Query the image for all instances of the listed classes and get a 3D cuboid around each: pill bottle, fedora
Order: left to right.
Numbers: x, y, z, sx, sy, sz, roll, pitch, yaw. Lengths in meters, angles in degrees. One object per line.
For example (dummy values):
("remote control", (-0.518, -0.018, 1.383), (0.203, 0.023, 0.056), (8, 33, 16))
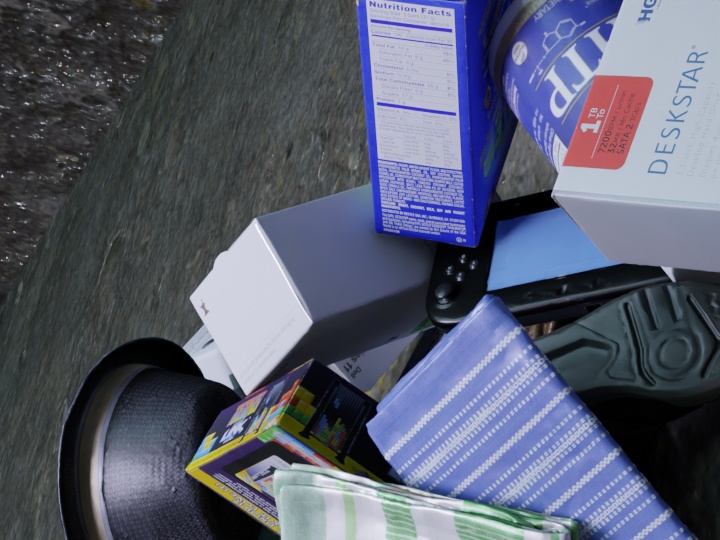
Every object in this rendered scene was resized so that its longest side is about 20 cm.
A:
("fedora", (-0.121, 0.145, 1.641), (0.091, 0.201, 0.201), (-3, 57, 36))
("pill bottle", (0.173, -0.086, 1.420), (0.120, 0.120, 0.200), (-56, 48, 27))

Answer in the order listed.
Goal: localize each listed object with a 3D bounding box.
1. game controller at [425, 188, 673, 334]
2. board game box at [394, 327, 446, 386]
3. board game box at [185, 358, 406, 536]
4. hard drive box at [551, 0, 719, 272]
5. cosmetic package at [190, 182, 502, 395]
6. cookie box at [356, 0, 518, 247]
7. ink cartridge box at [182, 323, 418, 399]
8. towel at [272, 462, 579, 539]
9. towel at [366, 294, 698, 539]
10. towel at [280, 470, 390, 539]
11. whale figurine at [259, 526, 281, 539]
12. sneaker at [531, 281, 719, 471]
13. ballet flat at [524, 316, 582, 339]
("game controller", (0.136, -0.015, 1.504), (0.200, 0.042, 0.105), (-12, 52, 25))
("board game box", (0.073, 0.061, 1.707), (0.200, 0.037, 0.151), (-63, 11, 5))
("board game box", (0.006, 0.149, 1.538), (0.057, 0.200, 0.165), (-60, 14, -24))
("hard drive box", (0.224, -0.080, 1.257), (0.200, 0.077, 0.156), (5, 65, 37))
("cosmetic package", (0.000, 0.000, 1.593), (0.200, 0.085, 0.108), (-20, -18, -38))
("cookie box", (0.056, -0.147, 1.522), (0.171, 0.075, 0.200), (-70, -18, -45))
("ink cartridge box", (-0.039, 0.042, 1.766), (0.147, 0.083, 0.200), (-48, 14, -34))
("towel", (0.037, 0.198, 1.383), (0.023, 0.200, 0.153), (-24, -63, -54))
("towel", (0.099, 0.124, 1.349), (0.024, 0.200, 0.145), (-29, -14, -46))
("towel", (0.022, 0.220, 1.461), (0.023, 0.200, 0.144), (-28, -6, -29))
("whale figurine", (-0.041, 0.171, 1.758), (0.200, 0.103, 0.159), (-91, -3, -46))
("sneaker", (0.166, 0.069, 1.392), (0.199, 0.114, 0.076), (-23, 59, 26))
("ballet flat", (0.122, 0.027, 1.585), (0.200, 0.065, 0.071), (-65, -20, -7))
